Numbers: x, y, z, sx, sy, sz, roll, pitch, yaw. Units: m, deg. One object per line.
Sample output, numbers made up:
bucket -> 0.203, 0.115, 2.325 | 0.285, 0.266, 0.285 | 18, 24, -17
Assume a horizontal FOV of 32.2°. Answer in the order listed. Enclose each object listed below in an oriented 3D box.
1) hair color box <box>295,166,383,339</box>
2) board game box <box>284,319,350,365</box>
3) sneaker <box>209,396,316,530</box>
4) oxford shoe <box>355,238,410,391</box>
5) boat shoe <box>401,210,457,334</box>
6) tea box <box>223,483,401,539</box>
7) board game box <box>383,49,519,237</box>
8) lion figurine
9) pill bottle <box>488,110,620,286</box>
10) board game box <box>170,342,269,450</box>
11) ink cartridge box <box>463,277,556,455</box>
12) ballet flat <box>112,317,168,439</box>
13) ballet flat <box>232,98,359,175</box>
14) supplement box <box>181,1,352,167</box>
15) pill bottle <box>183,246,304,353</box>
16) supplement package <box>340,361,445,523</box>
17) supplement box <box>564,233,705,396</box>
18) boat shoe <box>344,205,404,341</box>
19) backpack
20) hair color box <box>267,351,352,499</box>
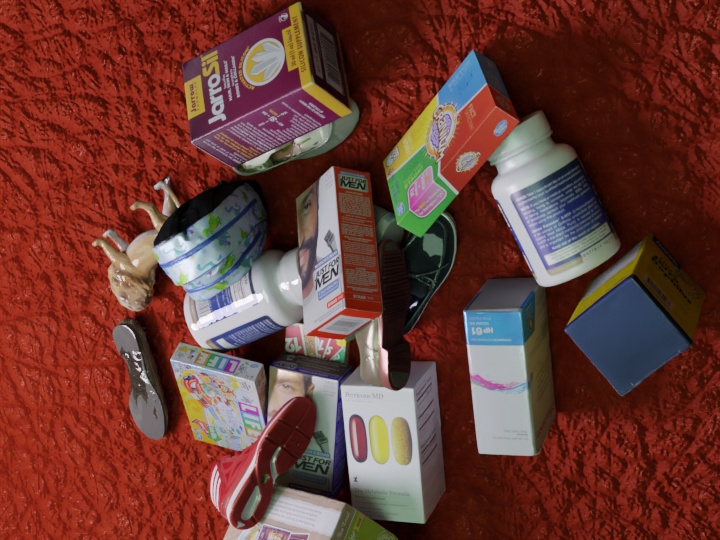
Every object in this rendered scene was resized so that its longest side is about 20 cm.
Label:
hair color box -> -0.031, -0.022, 1.657 | 0.111, 0.063, 0.202 | -36, 52, 51
board game box -> -0.068, 0.172, 1.831 | 0.095, 0.030, 0.202 | 11, 112, 17
sneaker -> -0.151, 0.253, 1.751 | 0.078, 0.201, 0.115 | 42, 166, -37
oxford shoe -> 0.020, 0.059, 1.668 | 0.074, 0.070, 0.202 | 3, 94, 38
boat shoe -> 0.075, 0.008, 1.706 | 0.074, 0.062, 0.201 | 30, 113, 11
tea box -> -0.059, 0.405, 1.758 | 0.199, 0.135, 0.197 | 5, 154, 43
board game box -> 0.111, -0.163, 1.590 | 0.040, 0.154, 0.200 | 27, 118, -25
lion figurine -> -0.308, -0.035, 1.831 | 0.200, 0.073, 0.123 | -41, 97, 22
pill bottle -> 0.235, -0.093, 1.582 | 0.119, 0.120, 0.201 | -25, 97, 25
board game box -> -0.194, 0.194, 1.826 | 0.133, 0.034, 0.201 | 12, 141, 17
ink cartridge box -> 0.200, 0.126, 1.649 | 0.084, 0.144, 0.202 | -3, 105, 21
ballet flat -> -0.332, 0.165, 1.921 | 0.067, 0.046, 0.202 | -6, 109, 25
ballet flat -> -0.092, -0.178, 1.708 | 0.199, 0.064, 0.068 | -22, 98, 25
supplement box -> -0.125, -0.243, 1.651 | 0.199, 0.103, 0.132 | -23, 64, 24
pill bottle -> -0.143, 0.037, 1.763 | 0.199, 0.111, 0.112 | -23, 98, 29
supplement package -> 0.047, 0.238, 1.760 | 0.113, 0.110, 0.202 | 0, 106, 20
supplement box -> 0.343, 0.051, 1.541 | 0.109, 0.200, 0.110 | -42, 90, 26
boat shoe -> 0.000, 0.000, 1.736 | 0.071, 0.070, 0.202 | 34, 118, 30
backpack -> -0.205, -0.042, 1.694 | 0.162, 0.200, 0.155 | -26, 87, 5
hair color box -> -0.077, 0.228, 1.803 | 0.108, 0.065, 0.202 | 10, 109, 18
